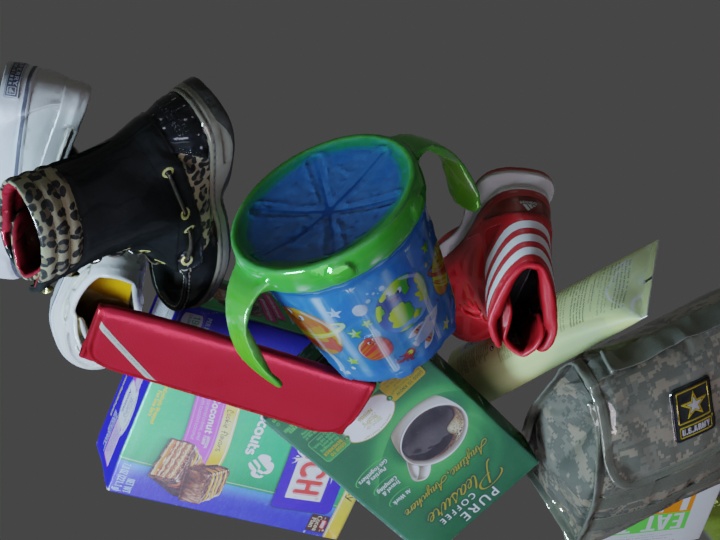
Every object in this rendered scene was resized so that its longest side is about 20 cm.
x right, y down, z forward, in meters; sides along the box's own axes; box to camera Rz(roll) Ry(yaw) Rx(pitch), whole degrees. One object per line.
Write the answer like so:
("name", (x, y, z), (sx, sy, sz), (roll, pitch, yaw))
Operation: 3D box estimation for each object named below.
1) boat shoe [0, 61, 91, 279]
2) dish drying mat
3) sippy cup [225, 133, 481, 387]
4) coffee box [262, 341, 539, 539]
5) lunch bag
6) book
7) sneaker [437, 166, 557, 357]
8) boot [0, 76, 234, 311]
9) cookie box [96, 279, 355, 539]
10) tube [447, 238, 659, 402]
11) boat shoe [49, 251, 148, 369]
("boat shoe", (-0.213, -0.061, 1.122), (0.065, 0.072, 0.201), (10, 137, -6))
("dish drying mat", (-0.094, 0.071, 1.165), (0.199, 0.018, 0.077), (18, 142, -11))
("sippy cup", (0.000, 0.000, 1.119), (0.177, 0.140, 0.131), (-20, 127, 12))
("coffee box", (0.029, 0.120, 1.265), (0.123, 0.044, 0.200), (-44, 118, 8))
("lunch bag", (0.224, 0.106, 1.277), (0.163, 0.118, 0.200), (-22, 150, -18))
("book", (0.260, 0.189, 1.511), (0.133, 0.048, 0.200), (-3, 145, -2))
("sneaker", (0.092, 0.025, 1.196), (0.078, 0.116, 0.200), (3, 147, -3))
("boot", (-0.163, -0.024, 1.101), (0.153, 0.073, 0.204), (-30, 151, -29))
("cookie box", (-0.081, 0.106, 1.296), (0.199, 0.075, 0.172), (15, 112, -23))
("tube", (0.149, 0.046, 1.266), (0.052, 0.058, 0.200), (-4, 158, -45))
("boat shoe", (-0.196, 0.035, 1.257), (0.071, 0.070, 0.200), (11, 146, -14))
